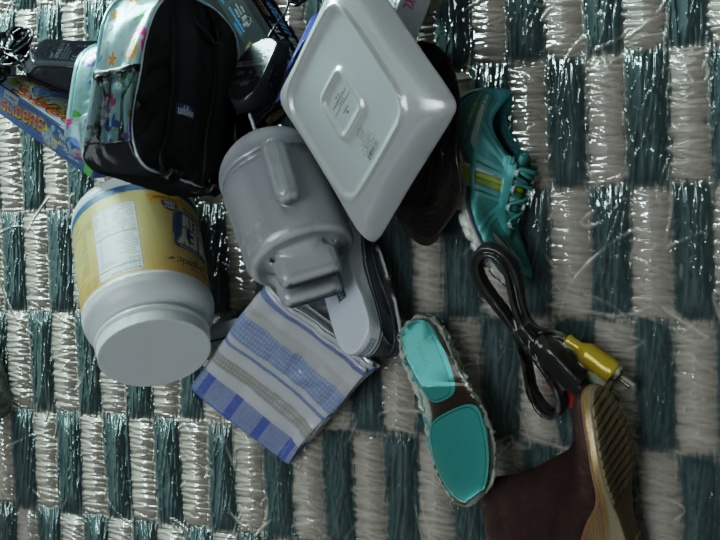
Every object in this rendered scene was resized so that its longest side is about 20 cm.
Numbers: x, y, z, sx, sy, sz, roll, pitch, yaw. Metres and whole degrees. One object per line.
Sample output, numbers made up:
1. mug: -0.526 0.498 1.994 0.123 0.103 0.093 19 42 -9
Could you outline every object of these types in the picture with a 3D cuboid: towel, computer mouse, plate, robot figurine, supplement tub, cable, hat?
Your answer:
1. towel: -0.085 0.112 1.574 0.147 0.024 0.200 38 129 -3
2. computer mouse: -0.084 -0.247 1.554 0.058 0.034 0.201 4 64 46
3. plate: -0.007 -0.158 1.393 0.201 0.032 0.200 58 140 24
4. robot figurine: -0.077 -0.063 1.496 0.170 0.112 0.201 95 158 -59
5. supplement tub: -0.238 0.010 1.620 0.145 0.144 0.201 -39 48 30
6. cable: 0.168 0.062 1.414 0.200 0.050 0.097 51 131 5
7. computer mouse: -0.335 -0.234 1.718 0.198 0.139 0.053 5 119 4
8. hat: 0.030 -0.123 1.453 0.200 0.080 0.202 177 90 -70

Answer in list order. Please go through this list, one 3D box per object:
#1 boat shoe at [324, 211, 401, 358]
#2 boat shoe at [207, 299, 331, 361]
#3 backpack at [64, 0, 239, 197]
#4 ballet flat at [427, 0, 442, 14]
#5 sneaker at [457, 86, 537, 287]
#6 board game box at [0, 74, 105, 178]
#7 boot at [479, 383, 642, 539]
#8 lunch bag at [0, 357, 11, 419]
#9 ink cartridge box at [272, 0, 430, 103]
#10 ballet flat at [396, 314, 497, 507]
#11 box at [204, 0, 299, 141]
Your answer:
1. boat shoe: 0.000 0.000 1.539 0.072 0.067 0.201 -41 52 36
2. boat shoe: -0.093 0.075 1.612 0.199 0.073 0.066 -13 90 45
3. backpack: -0.210 -0.186 1.546 0.150 0.177 0.202 5 85 33
4. ballet flat: 0.010 -0.340 1.506 0.069 0.069 0.201 -45 69 28
5. sneaker: 0.134 -0.081 1.436 0.079 0.077 0.201 -16 84 26
6. board game box: -0.320 -0.171 1.705 0.199 0.135 0.035 33 117 28
7. boot: 0.179 0.204 1.408 0.166 0.072 0.201 -2 106 37
8. lunch bag: -0.571 0.154 1.866 0.167 0.199 0.140 -27 78 32
9. ink cartridge box: -0.006 -0.230 1.483 0.199 0.042 0.120 -15 48 53
10. ballet flat: 0.095 0.137 1.472 0.072 0.072 0.201 -30 66 32
11. box: -0.151 -0.239 1.637 0.159 0.046 0.201 -40 71 29
